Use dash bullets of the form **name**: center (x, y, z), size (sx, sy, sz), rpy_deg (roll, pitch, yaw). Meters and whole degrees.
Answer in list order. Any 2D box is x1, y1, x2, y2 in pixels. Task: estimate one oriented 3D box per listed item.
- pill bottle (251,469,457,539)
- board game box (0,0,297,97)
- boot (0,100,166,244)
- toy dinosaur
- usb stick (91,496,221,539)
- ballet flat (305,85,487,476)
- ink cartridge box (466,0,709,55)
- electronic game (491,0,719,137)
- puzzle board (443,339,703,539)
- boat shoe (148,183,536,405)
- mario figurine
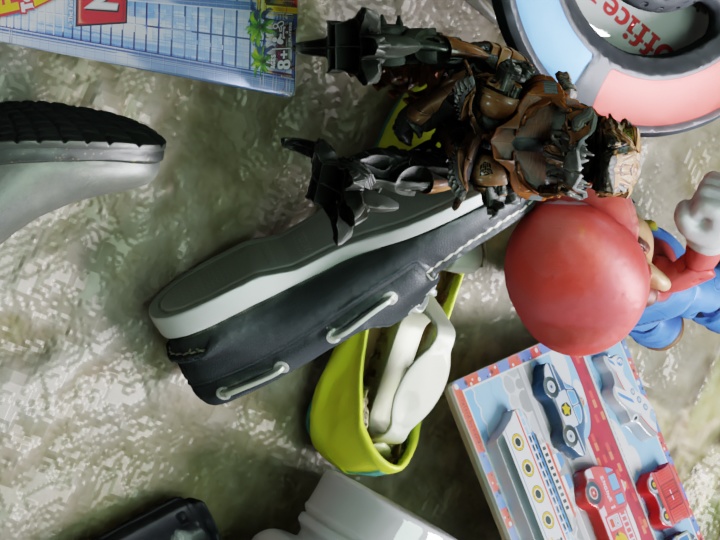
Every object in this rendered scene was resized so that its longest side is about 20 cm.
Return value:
- **pill bottle**: center (-0.031, 0.203, 1.389), size (0.109, 0.109, 0.200), rpy_deg (31, 87, -34)
- **board game box**: center (-0.126, -0.172, 1.262), size (0.200, 0.062, 0.200), rpy_deg (-8, 107, -31)
- **boot**: center (-0.185, -0.002, 1.276), size (0.200, 0.068, 0.131), rpy_deg (-8, 112, -23)
- **toy dinosaur**: center (0.043, -0.066, 1.293), size (0.136, 0.200, 0.102), rpy_deg (-4, 89, -30)
- **usb stick**: center (-0.154, 0.170, 1.352), size (0.200, 0.033, 0.056), rpy_deg (-27, 107, -24)
- **ballet flat**: center (0.029, 0.008, 1.404), size (0.067, 0.067, 0.200), rpy_deg (14, 95, -34)
- **ink cartridge box**: center (0.135, -0.203, 1.406), size (0.147, 0.083, 0.200), rpy_deg (34, 83, -34)
- **electronic game**: center (0.145, -0.162, 1.347), size (0.200, 0.042, 0.200), rpy_deg (-9, 108, -30)
- **puzzle board**: center (0.126, 0.131, 1.448), size (0.151, 0.017, 0.200), rpy_deg (-21, 88, -51)
- **boat shoe**: center (0.000, 0.000, 1.353), size (0.200, 0.076, 0.060), rpy_deg (-23, 113, 9)
- **mario figurine**: center (0.133, -0.016, 1.412), size (0.123, 0.106, 0.200), rpy_deg (-48, 156, 12)
